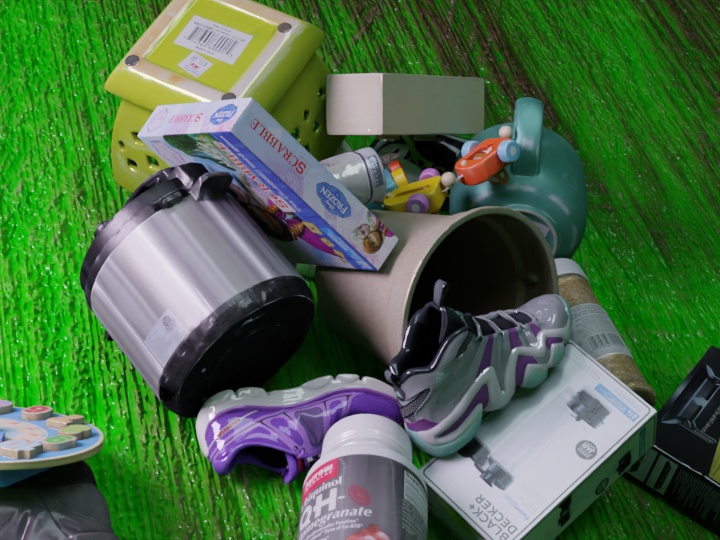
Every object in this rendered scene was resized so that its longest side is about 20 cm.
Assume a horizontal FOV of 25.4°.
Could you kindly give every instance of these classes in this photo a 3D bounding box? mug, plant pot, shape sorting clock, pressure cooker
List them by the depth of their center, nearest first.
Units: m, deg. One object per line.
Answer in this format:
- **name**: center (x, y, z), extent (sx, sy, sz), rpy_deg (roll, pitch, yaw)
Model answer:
- **shape sorting clock**: center (-0.311, 0.133, 1.313), extent (0.197, 0.040, 0.200), rpy_deg (4, 11, -1)
- **pressure cooker**: center (-0.159, 0.010, 1.466), extent (0.175, 0.179, 0.200), rpy_deg (-38, 68, -12)
- **plant pot**: center (0.058, 0.024, 1.541), extent (0.199, 0.203, 0.183), rpy_deg (-16, 21, -36)
- **plant pot**: center (-0.143, -0.178, 1.671), extent (0.198, 0.182, 0.200), rpy_deg (23, 58, 20)
- **mug**: center (0.163, -0.076, 1.722), extent (0.151, 0.186, 0.115), rpy_deg (-22, 33, 22)

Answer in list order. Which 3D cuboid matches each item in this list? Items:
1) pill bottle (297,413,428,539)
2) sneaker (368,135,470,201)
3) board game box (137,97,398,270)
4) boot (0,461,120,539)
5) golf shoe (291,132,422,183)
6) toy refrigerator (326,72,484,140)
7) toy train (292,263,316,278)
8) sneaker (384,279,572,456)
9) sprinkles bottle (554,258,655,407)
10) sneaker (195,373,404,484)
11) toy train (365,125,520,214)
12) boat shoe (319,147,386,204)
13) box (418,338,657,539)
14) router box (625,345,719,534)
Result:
- **pill bottle**: center (0.002, 0.218, 1.337), extent (0.109, 0.112, 0.201), rpy_deg (12, 37, -6)
- **sneaker**: center (0.102, -0.116, 1.830), extent (0.197, 0.072, 0.083), rpy_deg (2, 32, -19)
- **board game box**: center (-0.090, -0.079, 1.492), extent (0.200, 0.199, 0.041), rpy_deg (43, 72, -26)
- **boot**: center (-0.275, 0.227, 1.257), extent (0.198, 0.070, 0.132), rpy_deg (-14, 51, -28)
- **golf shoe**: center (-0.022, -0.095, 1.763), extent (0.197, 0.076, 0.092), rpy_deg (12, 40, -5)
- **toy refrigerator**: center (0.051, -0.174, 1.718), extent (0.075, 0.071, 0.199), rpy_deg (3, 6, 35)
- **toy train**: center (0.000, 0.000, 1.677), extent (0.197, 0.042, 0.057), rpy_deg (15, 47, -2)
- **sneaker**: center (0.102, 0.054, 1.413), extent (0.200, 0.141, 0.077), rpy_deg (-43, 36, -24)
- **sprinkles bottle**: center (0.234, 0.075, 1.647), extent (0.067, 0.069, 0.201), rpy_deg (0, 40, -22)
- **sneaker**: center (-0.050, 0.152, 1.452), extent (0.197, 0.081, 0.084), rpy_deg (-7, 59, -18)
- **toy train**: center (0.075, -0.089, 1.673), extent (0.199, 0.056, 0.150), rpy_deg (1, 34, 49)
- **boat shoe**: center (-0.037, -0.075, 1.601), extent (0.069, 0.200, 0.072), rpy_deg (-17, 91, -19)
- **box**: center (0.160, 0.170, 1.437), extent (0.199, 0.060, 0.117), rpy_deg (-38, 59, -18)
- **router box**: center (0.373, 0.175, 1.585), extent (0.156, 0.053, 0.200), rpy_deg (32, 39, 18)
